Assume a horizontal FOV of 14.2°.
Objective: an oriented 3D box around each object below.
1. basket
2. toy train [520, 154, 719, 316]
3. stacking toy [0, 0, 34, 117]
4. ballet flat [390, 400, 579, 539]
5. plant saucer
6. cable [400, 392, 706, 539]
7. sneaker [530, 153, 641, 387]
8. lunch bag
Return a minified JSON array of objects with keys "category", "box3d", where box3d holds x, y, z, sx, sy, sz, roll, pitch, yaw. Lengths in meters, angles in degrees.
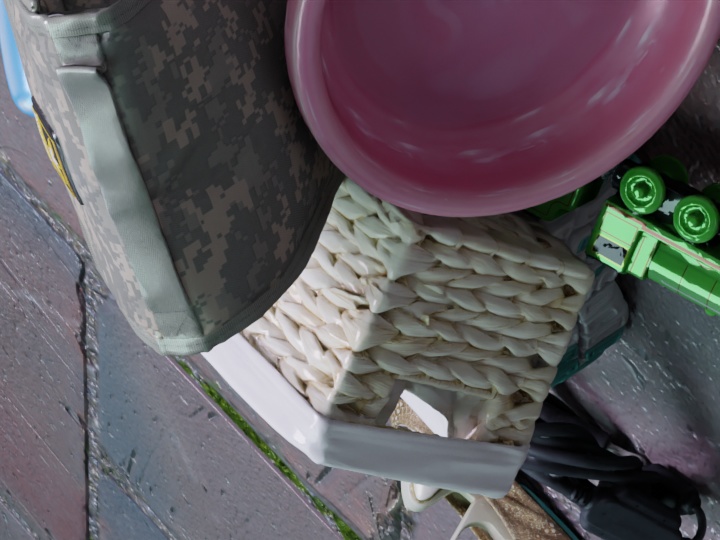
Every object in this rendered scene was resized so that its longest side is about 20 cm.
[{"category":"basket","box3d":[0.000,0.000,1.374,0.136,0.123,0.200,14,-160,-40]},{"category":"toy train","box3d":[0.137,-0.021,1.324,0.200,0.042,0.056,30,115,19]},{"category":"stacking toy","box3d":[-0.120,-0.127,1.598,0.200,0.116,0.110,27,-126,-79]},{"category":"ballet flat","box3d":[0.066,0.138,1.740,0.200,0.065,0.071,49,158,11]},{"category":"plant saucer","box3d":[0.058,-0.119,1.210,0.051,0.200,0.201,-124,12,-49]},{"category":"cable","box3d":[0.092,0.079,1.537,0.200,0.051,0.163,27,-166,-39]},{"category":"sneaker","box3d":[0.088,-0.019,1.455,0.091,0.078,0.200,48,156,23]},{"category":"lunch bag","box3d":[-0.078,-0.081,1.220,0.118,0.200,0.164,-5,121,20]}]
